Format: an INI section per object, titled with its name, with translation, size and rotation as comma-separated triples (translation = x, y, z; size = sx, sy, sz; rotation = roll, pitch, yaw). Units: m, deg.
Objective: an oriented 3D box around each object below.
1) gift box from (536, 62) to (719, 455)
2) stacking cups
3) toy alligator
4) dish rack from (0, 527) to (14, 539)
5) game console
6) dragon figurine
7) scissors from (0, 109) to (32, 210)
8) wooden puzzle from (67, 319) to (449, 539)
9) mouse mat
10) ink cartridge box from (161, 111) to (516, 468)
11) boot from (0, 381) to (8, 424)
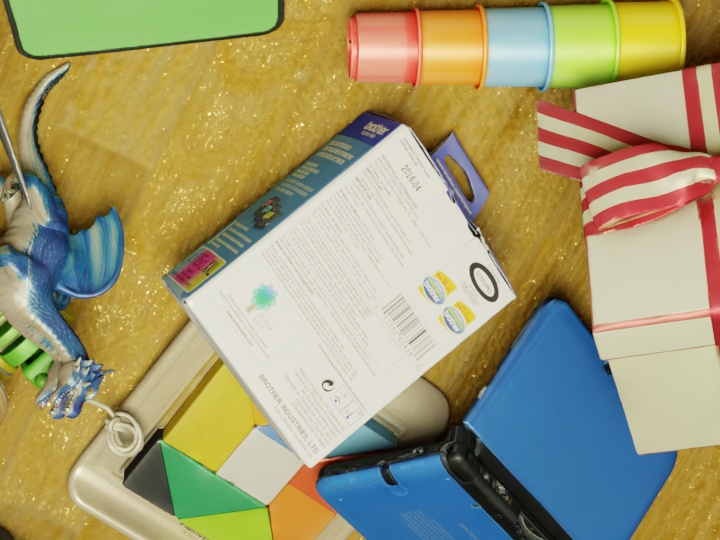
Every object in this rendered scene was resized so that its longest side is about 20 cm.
[gift box]
translation = 0.207, -0.024, 0.884
size = 0.182, 0.202, 0.187
rotation = -13, 147, 11
[stacking cups]
translation = 0.091, -0.137, 0.918
size = 0.197, 0.061, 0.061
rotation = 1, 112, -7
[toy alligator]
translation = -0.200, 0.045, 0.937
size = 0.059, 0.054, 0.200
rotation = -39, 104, 3
[dish rack]
translation = -0.312, 0.226, 1.010
size = 0.153, 0.055, 0.200
rotation = 41, 102, -20
[game console]
translation = 0.095, 0.132, 1.028
size = 0.169, 0.119, 0.200
rotation = -15, 134, 32
[dragon figurine]
translation = -0.179, -0.012, 0.906
size = 0.099, 0.202, 0.058
rotation = 28, 147, -35
[scissors]
translation = -0.217, -0.132, 0.839
size = 0.014, 0.073, 0.202
rotation = -34, 127, -40
[wooden puzzle]
translation = -0.066, 0.119, 1.011
size = 0.184, 0.037, 0.201
rotation = 34, 104, -19
[mouse mat]
translation = -0.119, -0.176, 0.828
size = 0.158, 0.008, 0.201
rotation = -7, 156, -6
[ink cartridge box]
translation = 0.000, 0.000, 0.934
size = 0.199, 0.076, 0.137
rotation = -38, 112, -7
[boot]
translation = -0.290, 0.094, 0.877
size = 0.072, 0.201, 0.167
rotation = 37, 71, 17
